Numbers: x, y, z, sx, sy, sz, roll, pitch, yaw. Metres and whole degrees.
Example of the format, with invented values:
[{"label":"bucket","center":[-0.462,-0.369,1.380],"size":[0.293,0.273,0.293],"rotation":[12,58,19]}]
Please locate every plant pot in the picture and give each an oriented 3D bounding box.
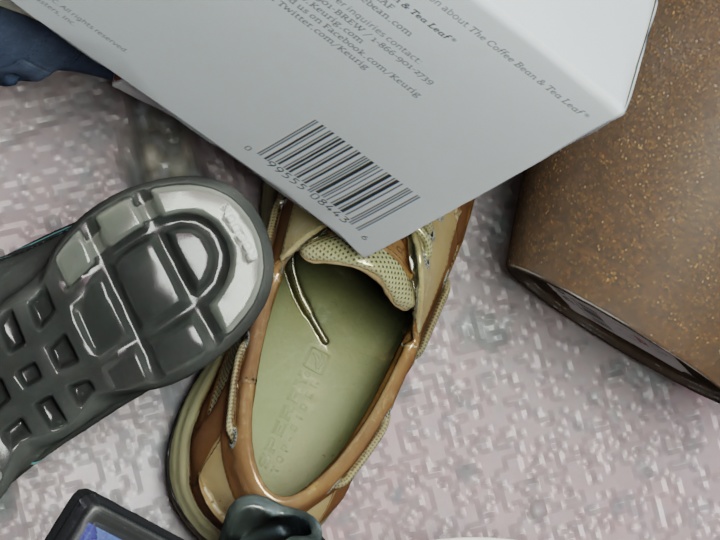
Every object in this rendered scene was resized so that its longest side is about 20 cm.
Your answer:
[{"label":"plant pot","center":[0.138,-0.063,0.971],"size":[0.186,0.187,0.201],"rotation":[32,87,-9]}]

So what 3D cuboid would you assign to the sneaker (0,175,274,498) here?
[{"label":"sneaker","center":[-0.116,0.036,0.914],"size":[0.199,0.079,0.076],"rotation":[-25,92,0]}]

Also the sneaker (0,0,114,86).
[{"label":"sneaker","center":[-0.168,-0.066,0.923],"size":[0.199,0.075,0.085],"rotation":[9,95,-20]}]

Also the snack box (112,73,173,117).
[{"label":"snack box","center":[-0.036,-0.140,0.967],"size":[0.072,0.024,0.201],"rotation":[26,60,-38]}]

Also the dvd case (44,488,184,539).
[{"label":"dvd case","center":[-0.040,0.165,0.839],"size":[0.199,0.018,0.143],"rotation":[31,91,-30]}]

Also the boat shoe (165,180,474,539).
[{"label":"boat shoe","center":[0.000,0.000,0.953],"size":[0.075,0.074,0.201],"rotation":[22,73,-12]}]

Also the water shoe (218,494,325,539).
[{"label":"water shoe","center":[-0.092,0.138,0.882],"size":[0.199,0.071,0.079],"rotation":[-32,128,-19]}]

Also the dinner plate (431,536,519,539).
[{"label":"dinner plate","center":[0.036,0.186,0.921],"size":[0.199,0.024,0.202],"rotation":[-2,77,10]}]

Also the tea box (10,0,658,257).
[{"label":"tea box","center":[-0.010,-0.151,0.879],"size":[0.200,0.133,0.198],"rotation":[36,53,-22]}]
